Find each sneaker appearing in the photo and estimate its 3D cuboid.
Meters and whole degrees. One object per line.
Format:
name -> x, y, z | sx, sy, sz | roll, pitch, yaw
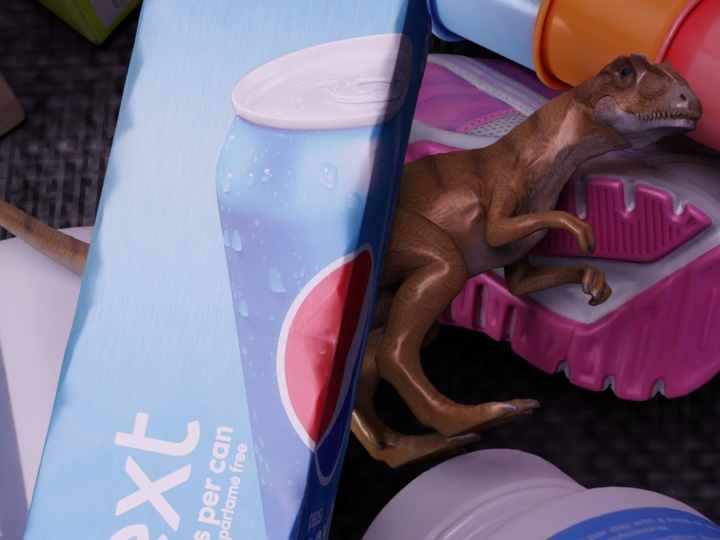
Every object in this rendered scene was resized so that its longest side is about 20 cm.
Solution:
sneaker -> 0.032, -0.024, 0.886 | 0.199, 0.082, 0.088 | 20, 28, 20

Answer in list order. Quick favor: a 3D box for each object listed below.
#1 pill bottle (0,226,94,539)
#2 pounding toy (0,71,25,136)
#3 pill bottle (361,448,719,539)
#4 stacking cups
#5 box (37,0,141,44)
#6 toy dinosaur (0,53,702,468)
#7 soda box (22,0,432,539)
pill bottle -> -0.071, 0.101, 0.831 | 0.119, 0.120, 0.201 | -15, 64, 6
pounding toy -> -0.219, -0.060, 0.892 | 0.184, 0.200, 0.142 | -33, 64, -3
pill bottle -> 0.077, 0.123, 0.762 | 0.112, 0.112, 0.200 | -41, 38, -7
stacking cups -> 0.050, -0.088, 0.856 | 0.200, 0.061, 0.061 | 26, 74, 30
box -> -0.123, -0.178, 1.007 | 0.200, 0.048, 0.122 | 38, 78, 25
toy dinosaur -> 0.000, 0.000, 0.812 | 0.199, 0.060, 0.107 | -17, 80, 1
soda box -> -0.034, 0.017, 0.747 | 0.068, 0.064, 0.201 | 10, 80, 7
